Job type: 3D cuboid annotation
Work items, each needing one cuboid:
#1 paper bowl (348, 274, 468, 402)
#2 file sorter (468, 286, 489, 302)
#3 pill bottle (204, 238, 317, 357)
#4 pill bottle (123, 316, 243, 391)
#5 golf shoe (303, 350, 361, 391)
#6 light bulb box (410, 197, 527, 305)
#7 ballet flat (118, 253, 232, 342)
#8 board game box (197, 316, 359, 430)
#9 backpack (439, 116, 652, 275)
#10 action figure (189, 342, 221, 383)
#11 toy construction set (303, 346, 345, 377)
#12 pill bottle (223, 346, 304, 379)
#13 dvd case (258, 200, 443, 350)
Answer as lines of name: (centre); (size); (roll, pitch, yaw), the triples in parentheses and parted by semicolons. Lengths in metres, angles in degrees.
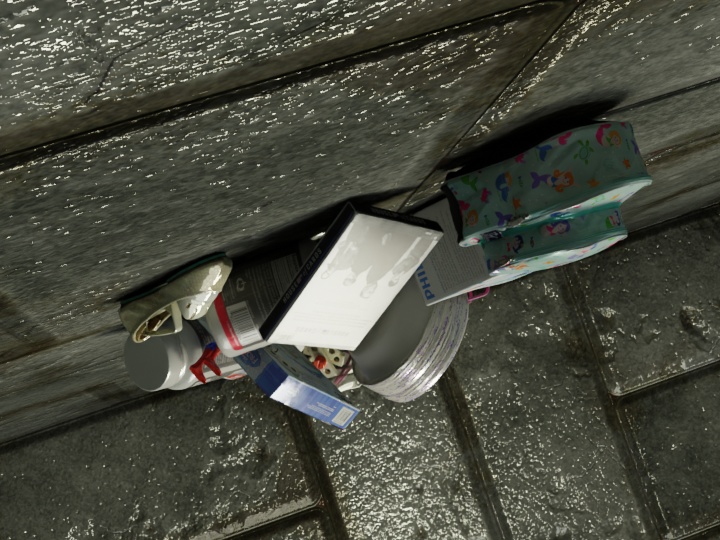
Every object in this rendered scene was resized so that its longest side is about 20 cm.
paper bowl: (0.055, 0.079, 1.671); (0.104, 0.201, 0.201); (30, 150, -22)
file sorter: (0.098, 0.021, 1.954); (0.139, 0.126, 0.200); (-14, 173, -41)
pill bottle: (-0.090, 0.026, 1.439); (0.199, 0.111, 0.111); (-19, 175, 3)
pill bottle: (-0.257, 0.119, 1.780); (0.114, 0.114, 0.200); (-23, 173, 35)
golf shoe: (-0.015, 0.132, 1.839); (0.200, 0.088, 0.077); (-39, -162, -5)
light bulb box: (0.193, -0.055, 1.536); (0.198, 0.125, 0.200); (-14, 172, -44)
ballet flat: (-0.213, 0.038, 1.386); (0.200, 0.063, 0.067); (-24, 173, 41)
board game box: (-0.118, 0.122, 1.584); (0.043, 0.199, 0.200); (-49, 146, 3)
backpack: (0.210, -0.083, 1.259); (0.177, 0.151, 0.200); (-11, 166, -47)
action figure: (-0.165, 0.105, 1.752); (0.065, 0.099, 0.200); (-24, -156, 44)
toy construction set: (-0.067, 0.073, 1.758); (0.092, 0.131, 0.200); (-8, -152, 8)
pill bottle: (-0.158, 0.099, 1.908); (0.200, 0.116, 0.116); (-23, 173, 34)
dvd case: (-0.011, 0.012, 1.356); (0.150, 0.025, 0.200); (10, 126, -45)
